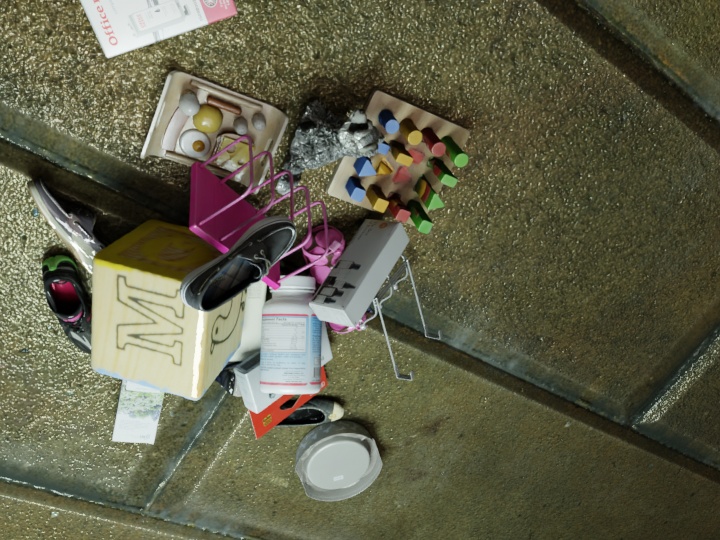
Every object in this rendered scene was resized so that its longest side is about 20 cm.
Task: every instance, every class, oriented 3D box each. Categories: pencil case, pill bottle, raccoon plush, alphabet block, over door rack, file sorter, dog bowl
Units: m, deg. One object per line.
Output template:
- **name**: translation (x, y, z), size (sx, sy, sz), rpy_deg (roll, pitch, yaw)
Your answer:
- **pencil case**: translation (-0.043, 0.019, 1.311), size (0.090, 0.094, 0.201), rpy_deg (-32, 127, -18)
- **pill bottle**: translation (-0.122, 0.113, 1.254), size (0.107, 0.109, 0.203), rpy_deg (3, 83, -18)
- **raccoon plush**: translation (-0.046, -0.190, 1.176), size (0.133, 0.097, 0.200), rpy_deg (25, 142, -5)
- **alphabet block**: translation (-0.305, 0.056, 1.157), size (0.194, 0.196, 0.202), rpy_deg (13, 115, 6)
- **over door rack**: translation (0.067, 0.087, 1.344), size (0.066, 0.148, 0.201), rpy_deg (-9, 116, 38)
- **file sorter**: translation (-0.155, -0.094, 1.131), size (0.125, 0.140, 0.200), rpy_deg (-28, 138, 22)
- **dog bowl**: translation (-0.052, 0.416, 1.571), size (0.198, 0.059, 0.202), rpy_deg (-7, 122, -11)

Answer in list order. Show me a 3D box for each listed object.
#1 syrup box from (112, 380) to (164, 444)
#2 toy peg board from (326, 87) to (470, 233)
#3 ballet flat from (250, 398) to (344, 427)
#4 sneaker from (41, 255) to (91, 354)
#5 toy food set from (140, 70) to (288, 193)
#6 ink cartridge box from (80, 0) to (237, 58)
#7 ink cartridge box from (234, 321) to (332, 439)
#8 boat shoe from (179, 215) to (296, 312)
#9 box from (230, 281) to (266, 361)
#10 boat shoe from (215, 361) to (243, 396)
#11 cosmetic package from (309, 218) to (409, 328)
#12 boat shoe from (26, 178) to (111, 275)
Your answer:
- **syrup box**: translation (-0.410, 0.223, 1.336), size (0.078, 0.082, 0.202), rpy_deg (9, 118, -19)
- **toy peg board**: translation (0.076, -0.174, 1.226), size (0.197, 0.098, 0.201), rpy_deg (17, 114, -25)
- **ballet flat**: translation (-0.129, 0.307, 1.483), size (0.197, 0.057, 0.067), rpy_deg (-2, 122, -15)
- **sneaker**: translation (-0.494, 0.073, 1.218), size (0.076, 0.084, 0.202), rpy_deg (-18, 124, -4)
- **toy food set**: translation (-0.231, -0.214, 1.134), size (0.198, 0.061, 0.145), rpy_deg (16, 115, -24)
- **ink cartridge box**: translation (-0.289, -0.401, 0.989), size (0.198, 0.083, 0.148), rpy_deg (-21, 124, -3)
- **ink cartridge box**: translation (-0.135, 0.209, 1.364), size (0.199, 0.043, 0.175), rpy_deg (-33, 125, -35)
- **boat shoe**: translation (-0.162, -0.007, 1.014), size (0.199, 0.066, 0.071), rpy_deg (-33, 127, -25)
- **box**: translation (-0.216, 0.067, 1.305), size (0.081, 0.069, 0.202), rpy_deg (1, 120, -15)
- **boat shoe**: translation (-0.198, 0.189, 1.390), size (0.199, 0.092, 0.076), rpy_deg (-1, 105, -47)
- **cosmetic package**: translation (0.000, 0.000, 1.222), size (0.201, 0.082, 0.051), rpy_deg (-57, 138, -28)
- **boat shoe**: translation (-0.456, -0.073, 1.154), size (0.065, 0.072, 0.201), rpy_deg (-34, 121, -8)
